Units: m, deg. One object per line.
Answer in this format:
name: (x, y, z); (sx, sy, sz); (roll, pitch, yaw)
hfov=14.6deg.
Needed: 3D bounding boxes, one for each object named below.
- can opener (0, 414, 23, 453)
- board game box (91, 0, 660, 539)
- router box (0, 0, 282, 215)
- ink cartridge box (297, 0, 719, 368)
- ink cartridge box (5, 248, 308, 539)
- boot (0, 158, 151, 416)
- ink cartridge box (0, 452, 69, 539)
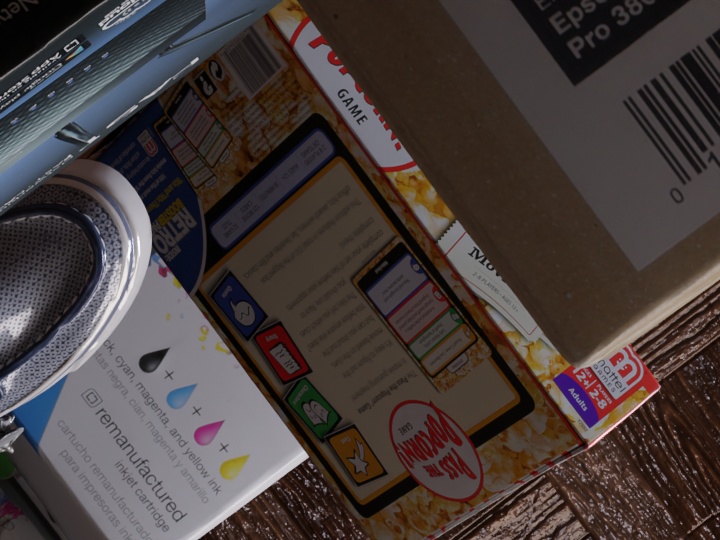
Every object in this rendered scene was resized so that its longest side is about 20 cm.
can opener: (-0.189, 0.076, 1.194); (0.063, 0.079, 0.200); (-51, 176, -22)
board game box: (0.000, 0.000, 1.048); (0.046, 0.200, 0.151); (-35, 178, -36)
router box: (-0.038, -0.077, 0.506); (0.200, 0.062, 0.150); (-37, 180, 0)
ink cartridge box: (0.085, -0.099, 0.672); (0.200, 0.165, 0.075); (-38, 176, 9)
ink cartridge box: (-0.069, 0.027, 1.257); (0.200, 0.147, 0.145); (-37, 178, -13)
boot: (-0.160, 0.038, 0.953); (0.200, 0.073, 0.090); (-37, -176, 21)
ink cartridge box: (-0.186, 0.151, 1.367); (0.146, 0.200, 0.147); (-39, 178, 21)
